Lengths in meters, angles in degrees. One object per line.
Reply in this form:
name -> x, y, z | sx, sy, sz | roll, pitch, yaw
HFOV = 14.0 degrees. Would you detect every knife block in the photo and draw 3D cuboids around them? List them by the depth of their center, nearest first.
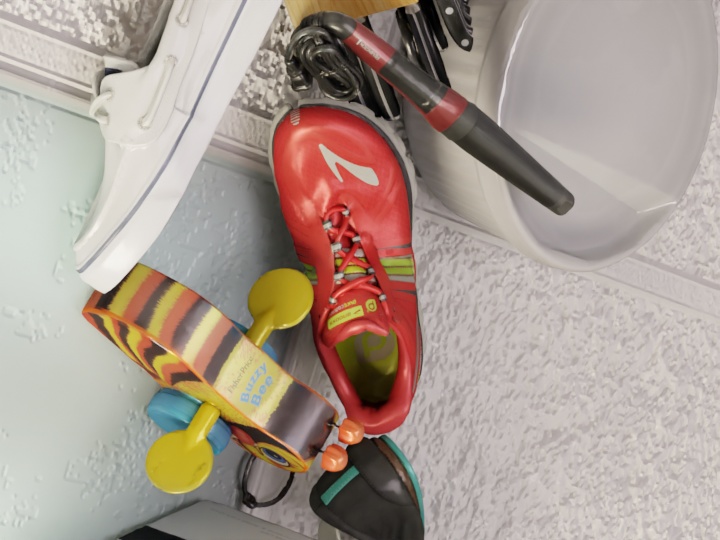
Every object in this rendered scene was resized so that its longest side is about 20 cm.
knife block -> -0.023, -0.170, 1.542 | 0.199, 0.064, 0.176 | 22, 122, -18

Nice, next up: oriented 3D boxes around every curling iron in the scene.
curling iron -> 0.039, -0.082, 1.554 | 0.200, 0.050, 0.026 | 28, 51, -31

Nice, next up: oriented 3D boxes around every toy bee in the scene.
toy bee -> -0.052, 0.063, 1.556 | 0.200, 0.108, 0.131 | 20, 85, -48

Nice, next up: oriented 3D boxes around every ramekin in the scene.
ramekin -> 0.110, -0.105, 1.690 | 0.202, 0.094, 0.203 | -16, 112, -44

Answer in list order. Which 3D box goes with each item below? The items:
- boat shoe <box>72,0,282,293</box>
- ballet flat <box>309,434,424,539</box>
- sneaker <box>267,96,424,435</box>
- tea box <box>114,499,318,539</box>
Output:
boat shoe -> -0.105, -0.088, 1.492 | 0.065, 0.074, 0.200 | 28, 88, -14
ballet flat -> 0.012, 0.164, 1.684 | 0.068, 0.068, 0.200 | -36, 140, -10
sneaker -> 0.000, 0.000, 1.592 | 0.085, 0.077, 0.201 | -89, 165, -60
tea box -> -0.099, 0.255, 1.540 | 0.196, 0.133, 0.201 | -22, 117, -41
